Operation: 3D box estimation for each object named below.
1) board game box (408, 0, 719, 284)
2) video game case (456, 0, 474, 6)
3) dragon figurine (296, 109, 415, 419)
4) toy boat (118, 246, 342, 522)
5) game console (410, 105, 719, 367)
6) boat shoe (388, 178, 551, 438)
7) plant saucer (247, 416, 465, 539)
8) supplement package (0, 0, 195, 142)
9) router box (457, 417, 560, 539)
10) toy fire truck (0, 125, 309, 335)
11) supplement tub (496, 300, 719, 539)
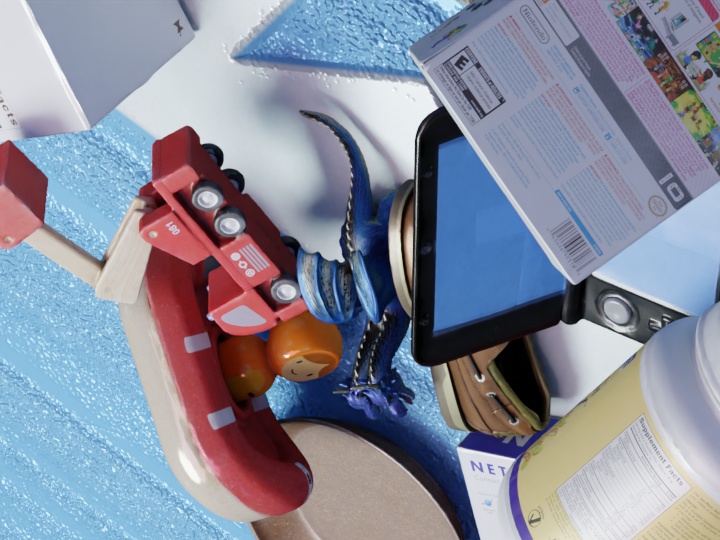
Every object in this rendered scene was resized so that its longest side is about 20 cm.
[{"bbox_3d":[0.149,-0.113,1.508,0.148,0.200,0.064,55,-178,-12],"label":"board game box"},{"bbox_3d":[0.011,-0.218,1.584,0.200,0.018,0.143,35,161,54],"label":"video game case"},{"bbox_3d":[0.000,0.000,1.805,0.059,0.099,0.201,0,124,40],"label":"dragon figurine"},{"bbox_3d":[-0.073,0.066,1.910,0.130,0.130,0.201,-18,90,13],"label":"toy boat"},{"bbox_3d":[0.132,-0.014,1.665,0.172,0.119,0.201,24,137,24],"label":"game console"},{"bbox_3d":[0.075,0.023,1.793,0.068,0.072,0.200,8,138,31],"label":"boat shoe"},{"bbox_3d":[0.002,0.177,2.009,0.200,0.037,0.201,23,136,23],"label":"plant saucer"},{"bbox_3d":[-0.232,-0.162,1.846,0.199,0.121,0.120,-5,120,42],"label":"supplement package"},{"bbox_3d":[0.174,0.189,1.861,0.199,0.049,0.180,9,129,35],"label":"router box"},{"bbox_3d":[-0.137,-0.021,1.807,0.141,0.049,0.200,-27,125,18],"label":"toy fire truck"},{"bbox_3d":[0.192,0.118,1.669,0.145,0.145,0.200,45,122,-1],"label":"supplement tub"}]
